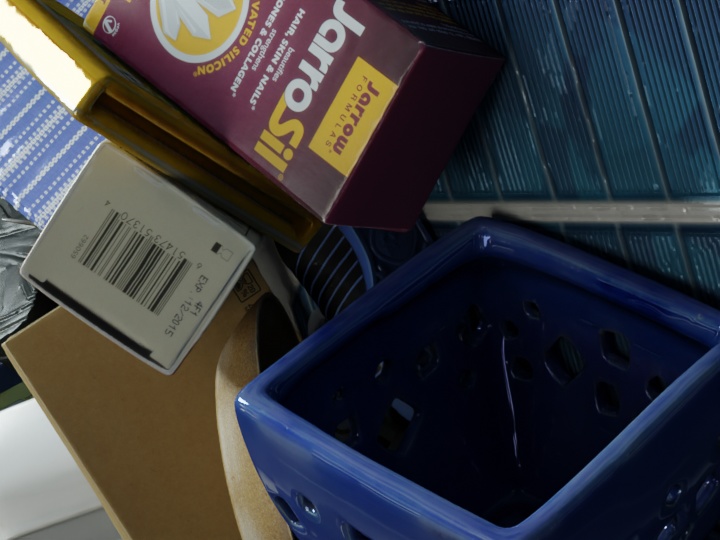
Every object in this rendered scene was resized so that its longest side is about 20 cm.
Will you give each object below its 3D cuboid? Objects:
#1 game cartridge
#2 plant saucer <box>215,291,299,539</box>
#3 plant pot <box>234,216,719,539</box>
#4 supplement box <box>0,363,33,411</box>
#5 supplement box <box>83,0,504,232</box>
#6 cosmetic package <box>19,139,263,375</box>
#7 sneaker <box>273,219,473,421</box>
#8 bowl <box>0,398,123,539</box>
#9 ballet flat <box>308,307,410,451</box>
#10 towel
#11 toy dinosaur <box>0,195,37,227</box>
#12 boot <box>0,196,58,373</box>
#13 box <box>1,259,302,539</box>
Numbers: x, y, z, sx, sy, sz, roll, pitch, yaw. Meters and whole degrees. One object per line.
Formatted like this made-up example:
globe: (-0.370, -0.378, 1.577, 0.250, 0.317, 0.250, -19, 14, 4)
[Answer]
game cartridge: (-0.127, -0.099, 1.174, 0.032, 0.176, 0.200, -52, 43, 7)
plant saucer: (-0.047, 0.114, 1.225, 0.200, 0.035, 0.201, -13, -90, -83)
plant pot: (0.079, 0.116, 1.101, 0.200, 0.200, 0.180, 23, 138, 40)
supplement box: (-0.309, 0.156, 1.652, 0.200, 0.134, 0.201, 7, 119, 49)
supplement box: (-0.038, -0.121, 1.133, 0.200, 0.086, 0.111, 39, 109, 28)
cosmetic package: (-0.116, -0.016, 1.191, 0.103, 0.087, 0.200, 34, -174, -3)
sneaker: (0.000, 0.000, 1.226, 0.078, 0.070, 0.201, -27, 85, 58)
bowl: (-0.159, 0.161, 1.390, 0.200, 0.199, 0.075, 66, -173, -49)
ballet flat: (0.021, 0.099, 1.263, 0.200, 0.073, 0.073, 45, 142, 21)
towel: (-0.203, -0.120, 1.348, 0.200, 0.145, 0.024, 39, 175, 28)
toy dinosaur: (-0.122, -0.036, 1.373, 0.199, 0.105, 0.182, 7, 112, 7)
boot: (-0.188, 0.032, 1.445, 0.073, 0.199, 0.163, -18, 133, 22)
box: (-0.101, 0.085, 1.308, 0.200, 0.163, 0.021, 58, 159, -4)
